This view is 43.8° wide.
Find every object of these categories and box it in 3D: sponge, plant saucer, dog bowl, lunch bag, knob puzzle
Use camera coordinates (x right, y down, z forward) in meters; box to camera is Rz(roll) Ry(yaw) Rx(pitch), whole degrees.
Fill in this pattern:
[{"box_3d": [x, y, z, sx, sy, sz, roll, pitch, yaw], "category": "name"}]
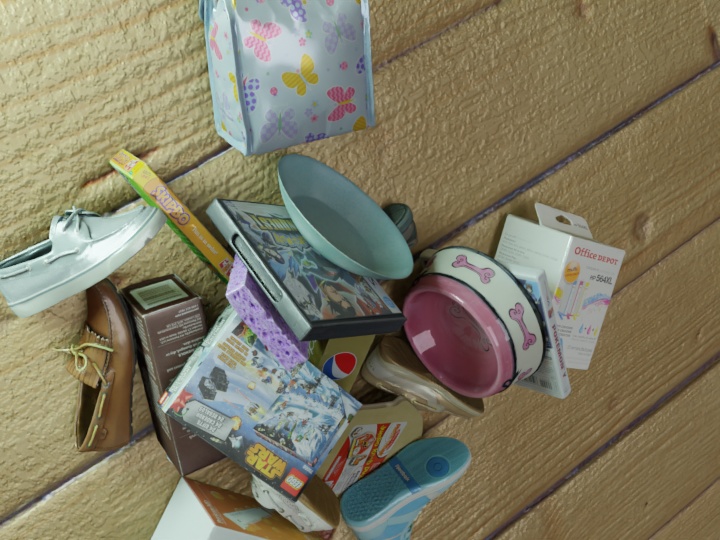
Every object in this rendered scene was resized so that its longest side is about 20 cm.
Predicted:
[{"box_3d": [-0.095, 0.012, 1.000, 0.030, 0.201, 0.112, -31, 114, 16], "category": "sponge"}, {"box_3d": [-0.025, -0.052, 1.038, 0.199, 0.203, 0.039, 27, 118, -34], "category": "plant saucer"}, {"box_3d": [0.135, 0.074, 1.146, 0.073, 0.198, 0.203, -35, 121, -33], "category": "dog bowl"}, {"box_3d": [-0.080, -0.248, 0.973, 0.167, 0.127, 0.203, -18, 123, -22], "category": "lunch bag"}, {"box_3d": [0.008, 0.242, 1.211, 0.217, 0.030, 0.222, -26, 140, -24], "category": "knob puzzle"}]

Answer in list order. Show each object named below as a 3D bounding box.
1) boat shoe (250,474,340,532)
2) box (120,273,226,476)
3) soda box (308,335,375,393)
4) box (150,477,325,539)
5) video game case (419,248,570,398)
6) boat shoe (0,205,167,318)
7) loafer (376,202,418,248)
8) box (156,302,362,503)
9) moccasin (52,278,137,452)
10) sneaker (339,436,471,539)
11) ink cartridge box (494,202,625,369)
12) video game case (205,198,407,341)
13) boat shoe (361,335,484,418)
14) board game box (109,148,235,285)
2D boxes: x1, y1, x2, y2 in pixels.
[{"box_3d": [-0.105, 0.259, 1.096, 0.069, 0.071, 0.201, -28, 116, 22], "category": "boat shoe"}, {"box_3d": [-0.208, 0.117, 1.023, 0.074, 0.100, 0.204, -17, 113, -25], "category": "box"}, {"box_3d": [-0.046, 0.116, 1.096, 0.063, 0.068, 0.202, 3, 126, -31], "category": "soda box"}, {"box_3d": [-0.143, 0.352, 1.120, 0.198, 0.124, 0.099, 27, 91, -34], "category": "box"}, {"box_3d": [0.175, 0.067, 1.176, 0.023, 0.198, 0.185, -35, 121, -32], "category": "video game case"}, {"box_3d": [-0.292, -0.023, 0.913, 0.198, 0.070, 0.072, -28, 113, 14], "category": "boat shoe"}, {"box_3d": [0.000, 0.000, 1.130, 0.199, 0.072, 0.063, -42, 127, -15], "category": "loafer"}, {"box_3d": [-0.108, 0.149, 0.999, 0.200, 0.040, 0.138, 42, 78, -28], "category": "box"}, {"box_3d": [-0.294, 0.106, 0.990, 0.077, 0.073, 0.205, -9, 119, -36], "category": "moccasin"}, {"box_3d": [0.069, 0.319, 1.251, 0.197, 0.080, 0.132, -25, 134, -10], "category": "sneaker"}, {"box_3d": [0.265, 0.018, 1.251, 0.127, 0.125, 0.204, 10, 100, -39], "category": "ink cartridge box"}, {"box_3d": [-0.054, -0.002, 0.985, 0.026, 0.182, 0.199, -47, 157, 22], "category": "video game case"}, {"box_3d": [0.085, 0.157, 1.232, 0.198, 0.074, 0.069, 31, 122, -27], "category": "boat shoe"}, {"box_3d": [-0.190, -0.046, 0.984, 0.030, 0.095, 0.201, -43, 122, -11], "category": "board game box"}]
